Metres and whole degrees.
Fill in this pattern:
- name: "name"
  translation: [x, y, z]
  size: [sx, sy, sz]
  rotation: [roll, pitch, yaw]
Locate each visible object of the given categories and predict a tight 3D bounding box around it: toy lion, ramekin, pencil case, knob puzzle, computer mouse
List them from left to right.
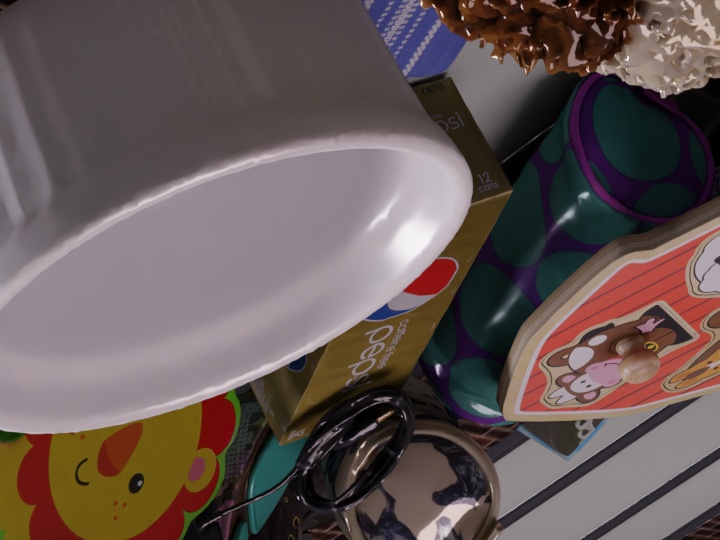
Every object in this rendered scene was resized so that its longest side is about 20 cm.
- name: "toy lion"
  translation: [-0.133, 0.068, 1.053]
  size: [0.192, 0.068, 0.200]
  rotation: [-51, 139, -23]
- name: "ramekin"
  translation: [-0.068, -0.032, 0.888]
  size: [0.200, 0.098, 0.201]
  rotation: [-21, 159, -8]
- name: "computer mouse"
  translation: [-0.063, 0.110, 1.165]
  size: [0.199, 0.059, 0.034]
  rotation: [-26, -178, 1]
- name: "pencil case"
  translation: [0.025, 0.103, 1.258]
  size: [0.200, 0.089, 0.078]
  rotation: [-126, -120, -84]
- name: "pencil case"
  translation: [0.096, -0.008, 1.194]
  size: [0.092, 0.085, 0.200]
  rotation: [-51, 178, -40]
- name: "knob puzzle"
  translation: [0.156, 0.030, 1.167]
  size: [0.218, 0.031, 0.220]
  rotation: [-16, 153, -8]

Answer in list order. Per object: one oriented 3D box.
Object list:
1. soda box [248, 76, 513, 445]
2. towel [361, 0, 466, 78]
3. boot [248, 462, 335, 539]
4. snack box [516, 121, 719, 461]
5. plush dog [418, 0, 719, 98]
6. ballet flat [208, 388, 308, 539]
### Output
- name: "soda box"
  translation: [0.000, 0.000, 1.126]
  size: [0.067, 0.064, 0.200]
  rotation: [-17, 156, -25]
- name: "towel"
  translation: [-0.025, -0.105, 0.931]
  size: [0.199, 0.024, 0.145]
  rotation: [-12, 155, -30]
- name: "boot"
  translation: [-0.041, 0.174, 1.302]
  size: [0.199, 0.174, 0.069]
  rotation: [-5, 134, -43]
- name: "snack box"
  translation: [0.154, 0.000, 1.264]
  size: [0.200, 0.037, 0.116]
  rotation: [-53, -173, 47]
- name: "plush dog"
  translation: [0.079, -0.132, 0.776]
  size: [0.199, 0.172, 0.161]
  rotation: [-7, 149, -37]
- name: "ballet flat"
  translation: [-0.078, 0.121, 1.235]
  size: [0.071, 0.201, 0.069]
  rotation: [12, 138, 10]
